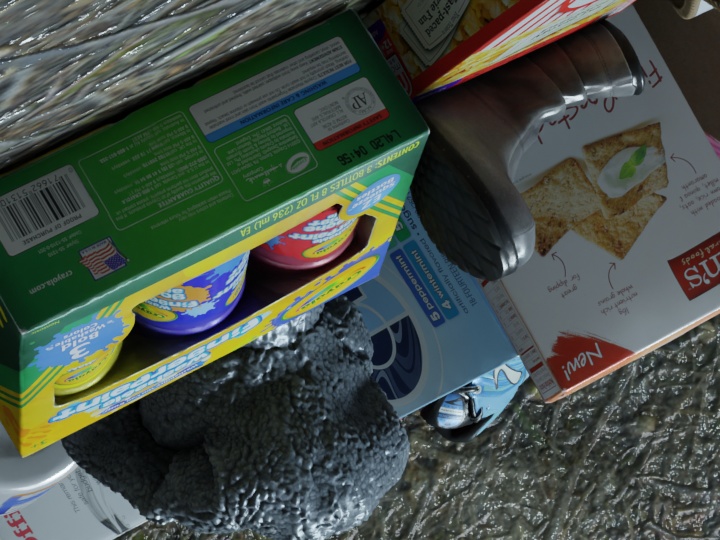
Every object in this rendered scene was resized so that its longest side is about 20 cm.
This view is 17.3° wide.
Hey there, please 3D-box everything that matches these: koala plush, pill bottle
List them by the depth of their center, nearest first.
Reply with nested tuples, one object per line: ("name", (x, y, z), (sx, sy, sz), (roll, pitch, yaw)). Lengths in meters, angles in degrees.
("koala plush", (-0.057, 0.022, 1.234), (0.177, 0.200, 0.184), (-16, -150, -27))
("pill bottle", (-0.225, 0.091, 1.440), (0.112, 0.112, 0.200), (-27, 178, -19))

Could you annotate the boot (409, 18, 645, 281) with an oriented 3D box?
("boot", (0.077, -0.075, 1.117), (0.132, 0.070, 0.200), (-20, -146, -9))

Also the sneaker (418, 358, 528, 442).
("sneaker", (0.072, 0.057, 1.470), (0.200, 0.078, 0.090), (75, 38, -67))

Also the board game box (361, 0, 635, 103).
("board game box", (0.106, -0.147, 1.028), (0.151, 0.046, 0.200), (-26, 176, -33))

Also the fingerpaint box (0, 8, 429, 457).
("fingerpaint box", (-0.080, -0.012, 1.064), (0.200, 0.073, 0.167), (-27, 164, -18))

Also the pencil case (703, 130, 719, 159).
("pencil case", (0.197, -0.034, 1.337), (0.083, 0.200, 0.087), (-61, -162, -3))

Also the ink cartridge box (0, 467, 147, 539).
("ink cartridge box", (-0.170, 0.094, 1.582), (0.200, 0.145, 0.084), (-29, -172, 18))

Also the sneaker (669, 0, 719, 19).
("sneaker", (0.219, -0.181, 1.233), (0.112, 0.071, 0.200), (-24, -175, -1))

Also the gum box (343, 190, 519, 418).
("gum box", (0.000, 0.000, 1.353), (0.045, 0.170, 0.200), (-31, 180, -39))

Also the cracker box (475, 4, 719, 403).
("cracker box", (0.110, -0.050, 1.237), (0.134, 0.200, 0.058), (-28, 175, -10))

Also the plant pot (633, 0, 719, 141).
("plant pot", (0.217, -0.109, 1.473), (0.177, 0.200, 0.200), (-17, 177, -2))
